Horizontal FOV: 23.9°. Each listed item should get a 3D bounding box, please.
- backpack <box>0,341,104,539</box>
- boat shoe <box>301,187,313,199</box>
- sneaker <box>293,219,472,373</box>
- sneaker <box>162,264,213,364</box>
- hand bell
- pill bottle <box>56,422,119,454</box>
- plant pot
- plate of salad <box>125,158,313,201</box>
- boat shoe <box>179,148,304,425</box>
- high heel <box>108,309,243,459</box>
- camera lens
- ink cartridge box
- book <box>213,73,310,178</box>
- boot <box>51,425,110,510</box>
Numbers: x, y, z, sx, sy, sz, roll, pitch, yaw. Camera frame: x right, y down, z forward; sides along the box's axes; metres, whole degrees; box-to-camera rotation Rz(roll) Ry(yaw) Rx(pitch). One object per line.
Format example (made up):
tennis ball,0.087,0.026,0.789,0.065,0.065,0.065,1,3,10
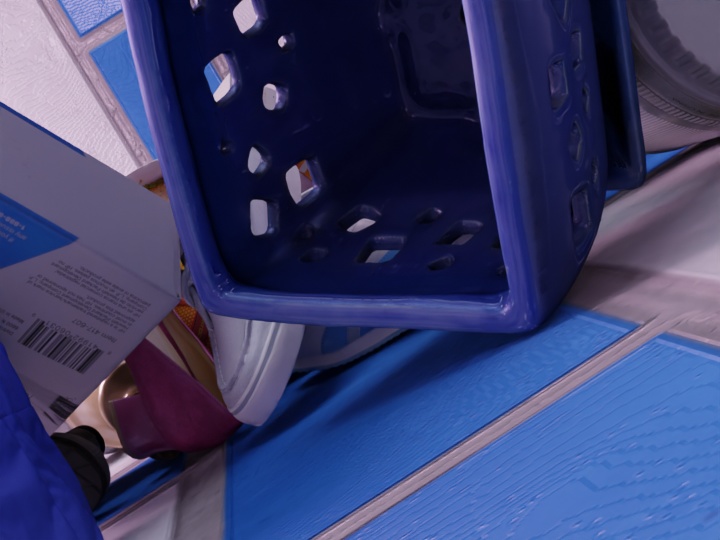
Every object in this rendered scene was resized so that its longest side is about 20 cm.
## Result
backpack,-0.240,0.097,0.843,0.162,0.201,0.168,-31,4,14
boat shoe,0.028,-0.050,1.027,0.198,0.069,0.073,-10,56,22
sneaker,0.011,-0.004,0.991,0.199,0.081,0.076,-30,6,39
sneaker,-0.106,0.025,1.144,0.200,0.072,0.078,-167,95,-76
hand bell,-0.145,0.093,1.148,0.104,0.105,0.200,-32,16,-10
pill bottle,-0.190,0.073,1.355,0.199,0.115,0.114,-34,5,-22
plant pot,0.025,-0.099,0.805,0.198,0.202,0.180,3,25,34
plate of salad,-0.107,0.000,1.250,0.199,0.200,0.048,-31,35,15
boat shoe,-0.073,-0.002,0.970,0.072,0.068,0.202,-50,29,42
high heel,-0.129,0.012,1.013,0.095,0.202,0.067,-19,-7,39
camera lens,0.179,-0.152,0.921,0.159,0.161,0.200,-33,4,-13
ink cartridge box,-0.214,0.020,0.941,0.200,0.145,0.085,-43,33,27
book,-0.046,-0.075,1.359,0.134,0.198,0.048,-49,33,41
boot,-0.208,0.132,1.104,0.199,0.068,0.131,-32,6,36
